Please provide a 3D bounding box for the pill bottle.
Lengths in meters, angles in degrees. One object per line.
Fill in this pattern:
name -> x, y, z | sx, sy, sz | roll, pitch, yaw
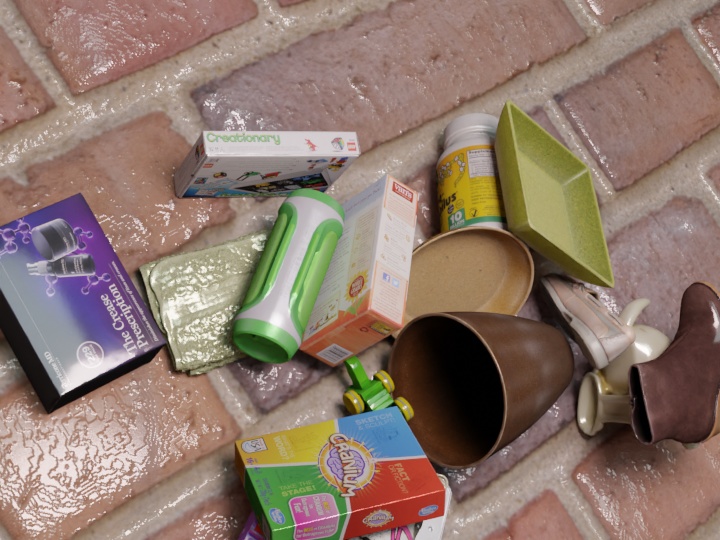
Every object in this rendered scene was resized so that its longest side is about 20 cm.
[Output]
pill bottle -> 0.156, -0.102, 1.753 | 0.112, 0.113, 0.201 | 11, 56, -21

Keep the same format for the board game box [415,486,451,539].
board game box -> -0.005, 0.313, 1.566 | 0.199, 0.026, 0.201 | 25, 62, -15

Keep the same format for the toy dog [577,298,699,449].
toy dog -> 0.397, 0.141, 1.766 | 0.199, 0.139, 0.195 | 5, 75, -36

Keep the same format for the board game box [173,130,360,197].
board game box -> -0.115, -0.129, 1.637 | 0.199, 0.126, 0.035 | -2, 71, -26

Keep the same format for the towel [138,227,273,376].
towel -> -0.154, 0.034, 1.605 | 0.199, 0.036, 0.149 | -18, 79, -29

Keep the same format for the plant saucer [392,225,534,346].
plant saucer -> 0.117, 0.017, 1.668 | 0.199, 0.201, 0.036 | 2, 37, -24

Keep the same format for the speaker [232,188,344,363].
speaker -> -0.083, 0.005, 1.578 | 0.088, 0.088, 0.201 | 27, 62, -13

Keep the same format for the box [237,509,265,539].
box -> -0.062, 0.369, 1.479 | 0.199, 0.039, 0.137 | 34, 59, -8

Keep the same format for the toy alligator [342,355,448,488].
toy alligator -> 0.034, 0.189, 1.617 | 0.059, 0.054, 0.200 | -33, 84, -23

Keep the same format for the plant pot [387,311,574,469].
plant pot -> 0.167, 0.127, 1.649 | 0.199, 0.187, 0.188 | -13, 75, -44

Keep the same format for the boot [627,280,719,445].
boot -> 0.388, 0.111, 1.629 | 0.166, 0.072, 0.201 | 2, 81, -42

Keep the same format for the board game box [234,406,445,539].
board game box -> -0.025, 0.231, 1.490 | 0.199, 0.041, 0.153 | -11, 36, -18

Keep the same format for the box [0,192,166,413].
box -> -0.331, 0.035, 1.500 | 0.141, 0.079, 0.201 | -28, 83, -28

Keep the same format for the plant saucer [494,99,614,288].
plant saucer -> 0.236, -0.087, 1.700 | 0.199, 0.048, 0.201 | 32, 41, -41

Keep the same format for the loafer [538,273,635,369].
loafer -> 0.290, 0.057, 1.716 | 0.063, 0.200, 0.072 | -27, 120, 0

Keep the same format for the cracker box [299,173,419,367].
cracker box -> 0.000, 0.000, 1.612 | 0.058, 0.134, 0.201 | 29, 51, -28

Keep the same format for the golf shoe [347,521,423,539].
golf shoe -> 0.023, 0.288, 1.505 | 0.092, 0.073, 0.201 | 17, 43, -26
